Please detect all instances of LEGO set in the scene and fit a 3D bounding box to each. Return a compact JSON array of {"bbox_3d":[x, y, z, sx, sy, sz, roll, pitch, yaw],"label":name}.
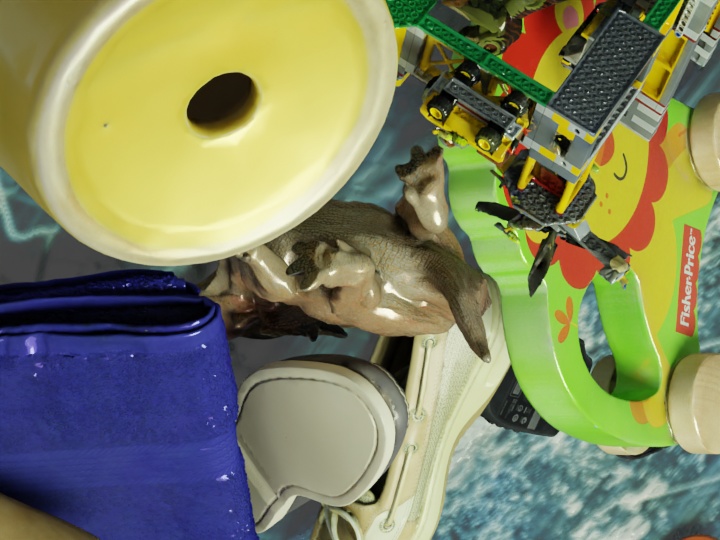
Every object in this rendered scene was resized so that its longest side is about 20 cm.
[{"bbox_3d":[0.071,-0.096,0.892,0.201,0.153,0.116,-61,173,-32],"label":"LEGO set"}]

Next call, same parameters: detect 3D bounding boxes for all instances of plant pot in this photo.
[{"bbox_3d":[-0.083,-0.108,0.771,0.199,0.189,0.202,-18,137,-18],"label":"plant pot"}]

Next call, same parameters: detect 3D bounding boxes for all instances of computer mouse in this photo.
[{"bbox_3d":[0.116,0.064,1.185,0.199,0.034,0.059,19,100,-48],"label":"computer mouse"}]

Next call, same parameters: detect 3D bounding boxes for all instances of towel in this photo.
[{"bbox_3d":[-0.124,0.081,1.011,0.146,0.050,0.201,-3,135,3],"label":"towel"}]

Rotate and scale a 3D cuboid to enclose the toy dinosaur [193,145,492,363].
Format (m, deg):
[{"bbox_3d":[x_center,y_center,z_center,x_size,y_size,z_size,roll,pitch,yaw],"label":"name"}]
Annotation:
[{"bbox_3d":[0.000,0.000,0.957,0.086,0.199,0.136,-58,144,-18],"label":"toy dinosaur"}]

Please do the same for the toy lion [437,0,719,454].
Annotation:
[{"bbox_3d":[0.103,-0.027,0.993,0.191,0.068,0.202,16,75,-47],"label":"toy lion"}]

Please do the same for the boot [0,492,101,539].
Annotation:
[{"bbox_3d":[-0.183,0.065,0.911,0.173,0.066,0.201,10,133,6],"label":"boot"}]

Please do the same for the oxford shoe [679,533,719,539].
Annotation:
[{"bbox_3d":[0.191,0.239,1.379,0.072,0.071,0.201,-28,145,-53],"label":"oxford shoe"}]

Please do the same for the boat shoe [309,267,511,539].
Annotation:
[{"bbox_3d":[0.012,0.084,1.102,0.063,0.073,0.202,12,118,-31],"label":"boat shoe"}]

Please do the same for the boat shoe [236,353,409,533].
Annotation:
[{"bbox_3d":[-0.017,0.070,1.024,0.063,0.073,0.200,-34,177,-27],"label":"boat shoe"}]
